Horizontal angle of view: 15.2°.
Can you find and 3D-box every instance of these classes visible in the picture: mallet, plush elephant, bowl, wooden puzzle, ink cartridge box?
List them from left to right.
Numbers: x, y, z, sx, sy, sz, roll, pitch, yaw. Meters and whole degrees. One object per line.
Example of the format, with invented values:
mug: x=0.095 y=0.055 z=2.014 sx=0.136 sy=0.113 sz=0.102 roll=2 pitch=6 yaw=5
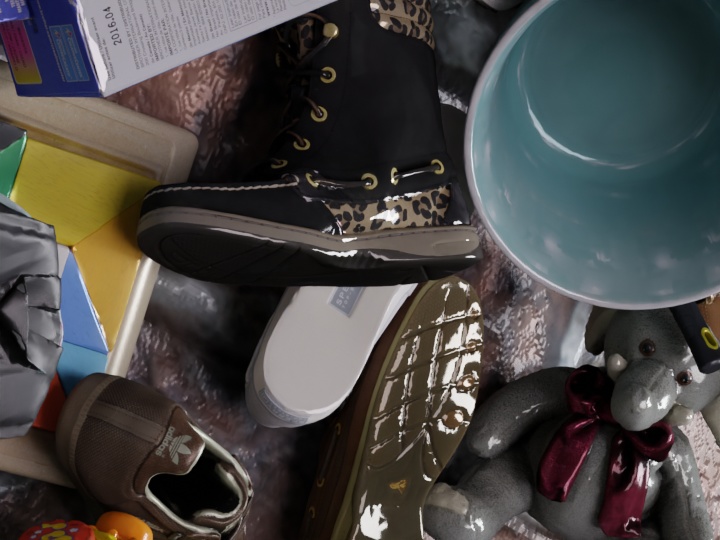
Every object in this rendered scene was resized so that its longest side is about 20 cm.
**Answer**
wooden puzzle: x=-0.165 y=0.001 z=1.274 sx=0.199 sy=0.037 sz=0.186 roll=19 pitch=87 yaw=-48
ink cartridge box: x=-0.106 y=-0.164 z=1.240 sx=0.199 sy=0.076 sz=0.137 roll=-27 pitch=109 yaw=-38
plush elephant: x=0.154 y=0.086 z=1.543 sx=0.200 sy=0.164 sz=0.155 roll=-51 pitch=168 yaw=-51
bowl: x=0.147 y=-0.091 z=1.436 sx=0.199 sy=0.105 sz=0.202 roll=-2 pitch=117 yaw=-4
mallet: x=0.163 y=-0.034 z=1.529 sx=0.066 sy=0.041 sz=0.201 roll=-15 pitch=70 yaw=-46

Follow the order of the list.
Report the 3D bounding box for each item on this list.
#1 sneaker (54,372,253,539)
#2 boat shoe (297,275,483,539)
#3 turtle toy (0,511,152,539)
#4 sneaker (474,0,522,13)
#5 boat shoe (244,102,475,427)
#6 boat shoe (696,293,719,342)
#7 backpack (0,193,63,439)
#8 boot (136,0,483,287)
sneaker: x=-0.087 y=0.120 z=1.336 sx=0.071 sy=0.075 sz=0.200 roll=-61 pitch=152 yaw=-15
boat shoe: x=0.007 y=0.094 z=1.461 sx=0.072 sy=0.067 sz=0.202 roll=15 pitch=94 yaw=-43
turtle toy: x=-0.158 y=0.173 z=1.254 sx=0.198 sy=0.146 sz=0.102 roll=-11 pitch=110 yaw=-10
sneaker: x=0.124 y=-0.204 z=1.341 sx=0.075 sy=0.087 sz=0.200 roll=16 pitch=117 yaw=-46
boat shoe: x=0.000 y=0.000 z=1.426 sx=0.072 sy=0.068 sz=0.201 roll=30 pitch=67 yaw=-12
boat shoe: x=0.205 y=0.023 z=1.647 sx=0.200 sy=0.072 sz=0.068 roll=44 pitch=69 yaw=-44
backpack: x=-0.226 y=0.007 z=1.131 sx=0.199 sy=0.126 sz=0.168 roll=5 pitch=104 yaw=-28
boot: x=-0.029 y=-0.072 z=1.344 sx=0.199 sy=0.073 sz=0.152 roll=2 pitch=75 yaw=-34
